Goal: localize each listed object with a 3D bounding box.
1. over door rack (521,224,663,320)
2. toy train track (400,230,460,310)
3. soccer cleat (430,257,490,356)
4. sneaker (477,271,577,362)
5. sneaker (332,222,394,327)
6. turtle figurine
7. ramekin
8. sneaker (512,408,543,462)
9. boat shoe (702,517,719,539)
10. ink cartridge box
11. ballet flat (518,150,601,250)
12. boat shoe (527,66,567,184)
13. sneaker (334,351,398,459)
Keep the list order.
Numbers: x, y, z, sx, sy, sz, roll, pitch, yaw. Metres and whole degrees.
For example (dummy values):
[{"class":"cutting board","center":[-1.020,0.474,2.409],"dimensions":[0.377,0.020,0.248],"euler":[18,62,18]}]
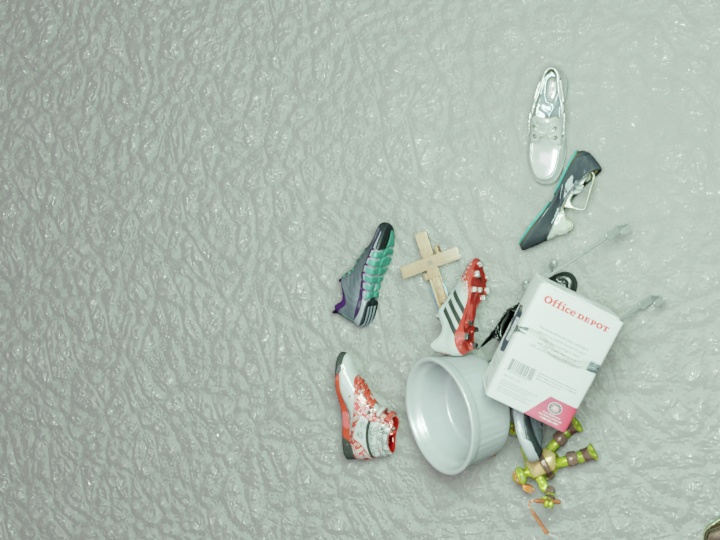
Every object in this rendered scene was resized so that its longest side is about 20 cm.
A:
[{"class":"over door rack","center":[0.384,0.037,1.437],"dimensions":[0.198,0.067,0.149],"euler":[-29,99,0]},{"class":"toy train track","center":[0.144,0.027,1.589],"dimensions":[0.113,0.032,0.204],"euler":[-19,87,13]},{"class":"soccer cleat","center":[0.174,0.061,1.514],"dimensions":[0.084,0.069,0.203],"euler":[-8,50,32]},{"class":"sneaker","center":[0.290,0.078,1.484],"dimensions":[0.200,0.104,0.060],"euler":[-45,73,15]},{"class":"sneaker","center":[0.000,0.000,1.626],"dimensions":[0.086,0.074,0.204],"euler":[19,96,26]},{"class":"turtle figurine","center":[0.326,0.336,1.478],"dimensions":[0.160,0.064,0.202],"euler":[-31,55,10]},{"class":"ramekin","center":[0.170,0.241,1.488],"dimensions":[0.200,0.096,0.205],"euler":[25,119,56]},{"class":"sneaker","center":[0.316,0.219,1.462],"dimensions":[0.112,0.076,0.203],"euler":[-11,60,17]},{"class":"boat shoe","center":[0.639,0.414,1.344],"dimensions":[0.199,0.075,0.076],"euler":[-16,82,21]},{"class":"ink cartridge box","center":[0.301,0.128,1.365],"dimensions":[0.143,0.084,0.203],"euler":[25,102,-1]},{"class":"ballet flat","center":[0.351,-0.110,1.486],"dimensions":[0.073,0.073,0.202],"euler":[34,99,19]},{"class":"boat shoe","center":[0.323,-0.254,1.500],"dimensions":[0.069,0.069,0.204],"euler":[2,90,20]},{"class":"sneaker","center":[0.016,0.251,1.613],"dimensions":[0.106,0.067,0.206],"euler":[-6,89,21]}]
